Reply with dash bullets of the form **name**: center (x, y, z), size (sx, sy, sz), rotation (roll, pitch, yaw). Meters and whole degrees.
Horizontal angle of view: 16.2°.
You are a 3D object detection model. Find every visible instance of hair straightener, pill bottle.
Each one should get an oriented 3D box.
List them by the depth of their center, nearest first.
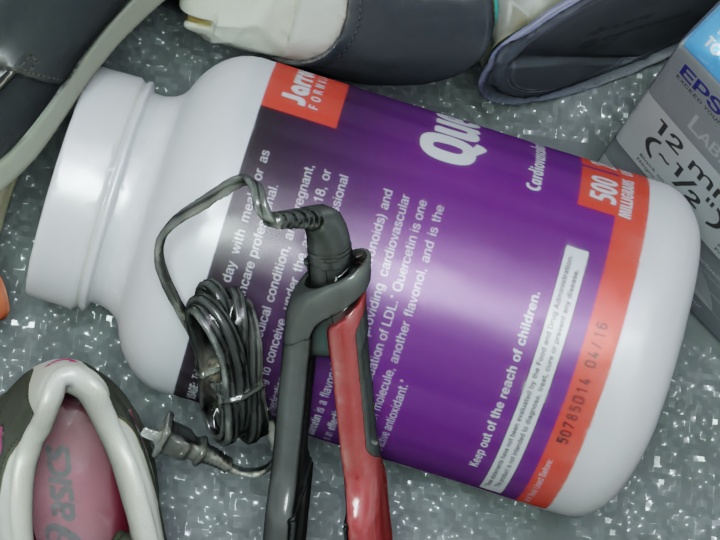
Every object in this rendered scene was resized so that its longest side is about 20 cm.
- **hair straightener**: center (-0.031, 0.053, 0.756), size (0.077, 0.200, 0.041), rotation (3, 41, 10)
- **pill bottle**: center (0.000, 0.000, 0.807), size (0.200, 0.112, 0.113), rotation (17, 71, -3)

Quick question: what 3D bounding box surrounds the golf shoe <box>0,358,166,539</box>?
- **golf shoe**: center (-0.087, 0.125, 0.771), size (0.077, 0.088, 0.200), rotation (-8, 76, -12)

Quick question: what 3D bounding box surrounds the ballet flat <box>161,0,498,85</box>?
- **ballet flat**: center (-0.052, -0.104, 0.827), size (0.200, 0.073, 0.073), rotation (27, 70, 26)

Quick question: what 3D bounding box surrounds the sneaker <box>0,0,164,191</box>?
- **sneaker**: center (-0.116, -0.100, 0.744), size (0.075, 0.106, 0.200), rotation (34, 76, 34)

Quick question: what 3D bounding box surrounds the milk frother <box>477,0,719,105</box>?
- **milk frother**: center (0.094, -0.188, 0.834), size (0.180, 0.200, 0.188), rotation (-20, 77, -17)

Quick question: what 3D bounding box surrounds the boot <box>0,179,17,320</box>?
- **boot**: center (-0.167, 0.016, 0.789), size (0.107, 0.075, 0.200), rotation (20, 58, -9)

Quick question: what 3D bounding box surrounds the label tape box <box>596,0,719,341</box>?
- **label tape box**: center (0.157, -0.025, 0.790), size (0.066, 0.200, 0.143), rotation (-40, 82, -16)
